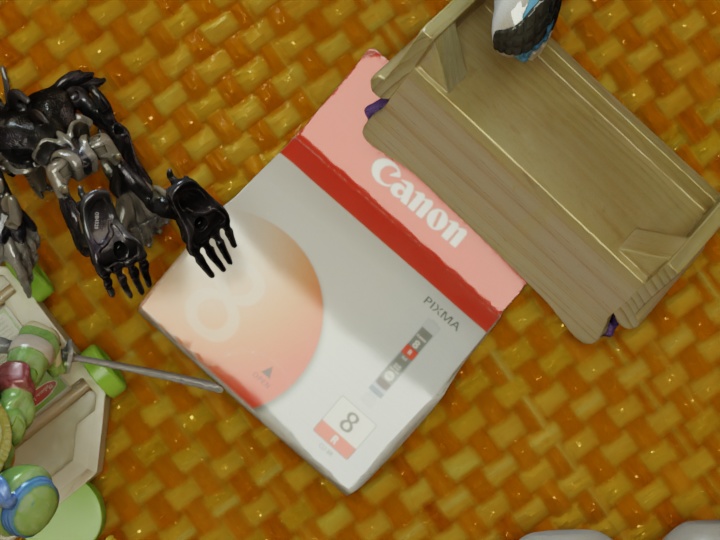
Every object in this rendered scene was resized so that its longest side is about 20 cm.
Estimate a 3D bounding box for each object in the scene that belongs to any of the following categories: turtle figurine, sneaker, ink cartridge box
[{"bbox_3d":[-0.220,0.092,1.241,0.194,0.200,0.144,33,114,22],"label":"turtle figurine"},{"bbox_3d":[0.078,-0.196,1.242,0.086,0.075,0.201,13,52,-1],"label":"sneaker"},{"bbox_3d":[0.000,0.000,1.285,0.162,0.050,0.200,41,93,2],"label":"ink cartridge box"}]

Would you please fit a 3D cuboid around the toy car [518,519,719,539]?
[{"bbox_3d":[0.161,0.226,1.215,0.199,0.150,0.176,-2,89,-8],"label":"toy car"}]

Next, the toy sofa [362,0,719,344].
[{"bbox_3d":[0.103,-0.063,1.269,0.200,0.098,0.083,43,52,3],"label":"toy sofa"}]

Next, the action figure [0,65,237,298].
[{"bbox_3d":[-0.159,-0.042,1.257,0.119,0.200,0.102,-25,125,-25],"label":"action figure"}]

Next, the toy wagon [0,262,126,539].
[{"bbox_3d":[-0.207,0.092,1.296,0.155,0.040,0.200,-38,88,1],"label":"toy wagon"}]
